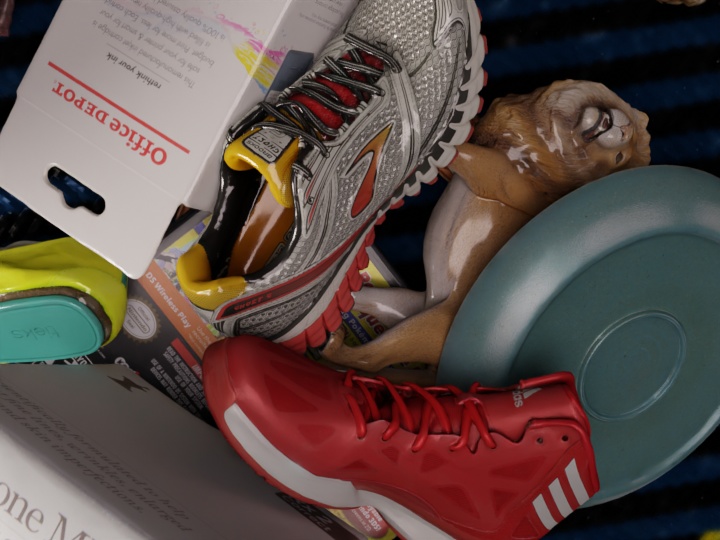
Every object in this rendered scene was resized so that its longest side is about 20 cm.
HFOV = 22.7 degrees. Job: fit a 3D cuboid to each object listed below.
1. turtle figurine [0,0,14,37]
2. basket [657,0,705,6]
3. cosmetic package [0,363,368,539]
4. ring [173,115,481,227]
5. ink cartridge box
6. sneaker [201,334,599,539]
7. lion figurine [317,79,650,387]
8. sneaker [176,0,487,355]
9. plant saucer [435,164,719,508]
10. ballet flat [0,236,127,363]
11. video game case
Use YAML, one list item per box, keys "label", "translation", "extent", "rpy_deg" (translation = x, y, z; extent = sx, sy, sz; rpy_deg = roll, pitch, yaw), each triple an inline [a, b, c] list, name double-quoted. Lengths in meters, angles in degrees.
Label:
- label: "turtle figurine"
  translation: [-0.196, -0.205, 0.809]
  extent: [0.194, 0.144, 0.200]
  rpy_deg: [-39, 106, 1]
- label: "basket"
  translation: [0.113, -0.239, 0.868]
  extent: [0.142, 0.149, 0.201]
  rpy_deg: [2, 104, -39]
- label: "cosmetic package"
  translation: [-0.134, 0.165, 0.800]
  extent: [0.165, 0.165, 0.200]
  rpy_deg: [32, 101, 22]
- label: "ring"
  translation: [0.000, 0.000, 0.930]
  extent: [0.200, 0.019, 0.201]
  rpy_deg: [-1, 102, -3]
- label: "ink cartridge box"
  translation: [-0.082, -0.104, 0.853]
  extent: [0.117, 0.067, 0.200]
  rpy_deg: [33, 99, 25]
- label: "sneaker"
  translation: [0.031, 0.062, 0.814]
  extent: [0.115, 0.078, 0.200]
  rpy_deg: [-38, 131, 26]
- label: "lion figurine"
  translation: [0.055, -0.012, 0.881]
  extent: [0.122, 0.072, 0.200]
  rpy_deg: [25, 98, -24]
- label: "sneaker"
  translation: [-0.012, -0.055, 0.808]
  extent: [0.082, 0.078, 0.200]
  rpy_deg: [25, 94, -54]
- label: "plant saucer"
  translation: [0.130, 0.043, 0.897]
  extent: [0.200, 0.027, 0.201]
  rpy_deg: [-15, 126, -22]
- label: "ballet flat"
  translation: [-0.205, 0.018, 0.888]
  extent: [0.199, 0.067, 0.067]
  rpy_deg: [-7, 133, 16]
- label: "video game case"
  translation: [-0.046, 0.063, 0.918]
  extent: [0.181, 0.026, 0.200]
  rpy_deg: [-37, 101, 4]
